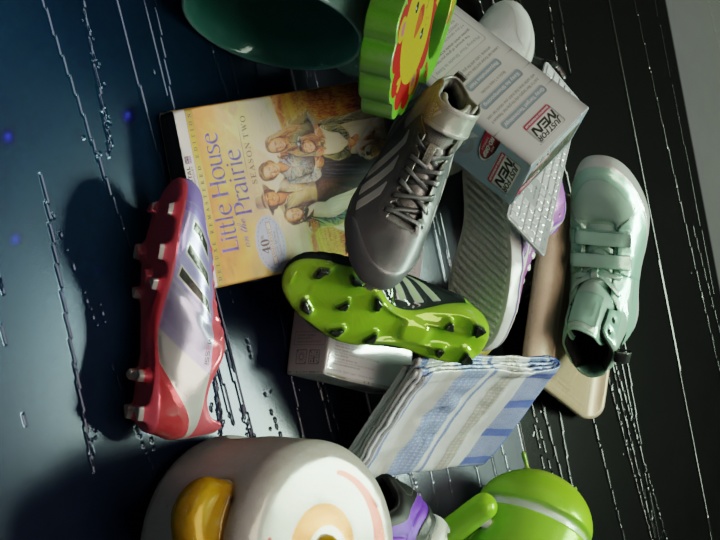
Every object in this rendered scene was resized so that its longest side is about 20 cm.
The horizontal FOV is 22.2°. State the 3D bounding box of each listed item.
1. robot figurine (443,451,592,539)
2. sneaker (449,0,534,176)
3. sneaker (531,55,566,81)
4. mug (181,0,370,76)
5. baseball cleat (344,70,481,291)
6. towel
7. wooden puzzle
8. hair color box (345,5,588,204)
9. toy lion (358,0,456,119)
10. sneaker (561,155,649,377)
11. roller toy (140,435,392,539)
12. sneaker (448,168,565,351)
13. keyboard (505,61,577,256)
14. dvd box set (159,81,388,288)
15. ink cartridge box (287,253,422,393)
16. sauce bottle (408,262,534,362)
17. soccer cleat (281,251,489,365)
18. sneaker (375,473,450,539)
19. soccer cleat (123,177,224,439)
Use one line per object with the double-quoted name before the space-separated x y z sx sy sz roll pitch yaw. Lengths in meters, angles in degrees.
"robot figurine" 0.147 0.273 1.698 0.175 0.115 0.201 37 61 -31
"sneaker" 0.099 -0.184 1.698 0.080 0.070 0.201 48 56 -32
"sneaker" 0.153 -0.114 1.738 0.066 0.090 0.202 18 75 -45
"mug" -0.056 -0.240 1.480 0.185 0.151 0.115 71 29 -70
"baseball cleat" 0.042 -0.082 1.475 0.069 0.107 0.201 25 53 -13
"towel" 0.080 0.131 1.631 0.199 0.024 0.147 1 132 -46
"wooden puzzle" 0.204 0.038 1.805 0.200 0.037 0.187 32 65 -61
"hair color box" 0.088 -0.160 1.604 0.200 0.061 0.099 39 53 11
"toy lion" 0.042 -0.209 1.476 0.200 0.068 0.193 59 47 -74
"sneaker" 0.225 0.001 1.711 0.118 0.073 0.202 -57 144 -55
"roller toy" -0.069 0.220 1.445 0.182 0.139 0.201 -40 117 -41
"sneaker" 0.144 -0.020 1.659 0.114 0.072 0.202 19 76 -47
"keyboard" 0.165 -0.103 1.653 0.056 0.011 0.201 49 41 -33
"dvd box set" -0.060 -0.073 1.504 0.199 0.029 0.148 -12 92 -32
"ink cartridge box" 0.000 0.000 1.596 0.108 0.050 0.202 16 76 -45
"sauce bottle" 0.100 0.049 1.696 0.200 0.066 0.067 -42 118 -47
"soccer cleat" 0.016 0.027 1.524 0.199 0.081 0.068 19 108 -27
"sneaker" -0.009 0.256 1.570 0.100 0.069 0.201 54 50 -22
"soccer cleat" -0.136 0.031 1.426 0.076 0.067 0.202 7 88 -27
